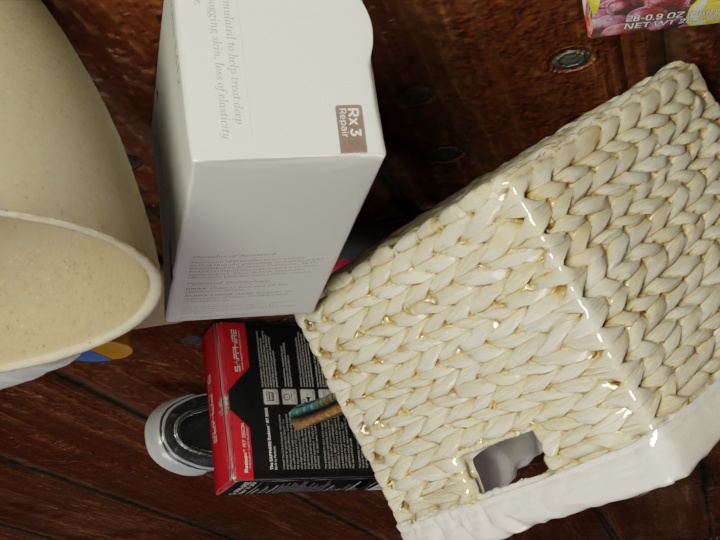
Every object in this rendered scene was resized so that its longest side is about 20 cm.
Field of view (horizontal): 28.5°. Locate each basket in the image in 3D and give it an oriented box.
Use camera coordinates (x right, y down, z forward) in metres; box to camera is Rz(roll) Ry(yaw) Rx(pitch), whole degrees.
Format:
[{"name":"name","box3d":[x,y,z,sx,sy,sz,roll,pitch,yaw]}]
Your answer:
[{"name":"basket","box3d":[0.103,0.022,0.738,0.200,0.161,0.198,-34,-177,-42]}]

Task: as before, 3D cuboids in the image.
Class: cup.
[{"name":"cup","box3d":[-0.182,-0.052,0.555,0.199,0.144,0.200,-6,161,-2]}]

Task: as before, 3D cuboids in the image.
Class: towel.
[{"name":"towel","box3d":[0.066,0.053,0.922,0.200,0.022,0.146,-16,171,-42]}]

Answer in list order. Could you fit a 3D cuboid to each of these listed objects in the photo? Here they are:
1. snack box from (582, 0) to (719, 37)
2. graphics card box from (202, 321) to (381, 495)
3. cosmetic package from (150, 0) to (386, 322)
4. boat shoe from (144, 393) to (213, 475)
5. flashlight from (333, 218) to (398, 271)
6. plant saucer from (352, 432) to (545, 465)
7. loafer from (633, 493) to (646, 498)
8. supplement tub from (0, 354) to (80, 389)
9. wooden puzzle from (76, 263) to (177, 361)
[{"name":"snack box","box3d":[0.166,-0.163,0.487,0.168,0.068,0.200,-7,159,0]},{"name":"graphics card box","box3d":[-0.020,0.106,1.094,0.199,0.126,0.051,1,157,-24]},{"name":"cosmetic package","box3d":[-0.049,-0.059,0.636,0.081,0.113,0.200,-4,159,-11]},{"name":"boat shoe","box3d":[-0.096,0.139,1.245,0.200,0.072,0.068,8,158,-44]},{"name":"flashlight","box3d":[0.000,0.000,0.891,0.200,0.068,0.068,9,156,-43]},{"name":"plant saucer","box3d":[0.092,0.090,1.010,0.199,0.036,0.200,-4,-168,1]},{"name":"loafer","box3d":[0.178,0.086,0.908,0.073,0.200,0.072,-39,106,23]},{"name":"supplement tub","box3d":[-0.250,0.012,0.732,0.199,0.133,0.132,-16,159,22]},{"name":"wooden puzzle","box3d":[-0.228,0.031,0.922,0.199,0.046,0.185,-14,160,17]}]
